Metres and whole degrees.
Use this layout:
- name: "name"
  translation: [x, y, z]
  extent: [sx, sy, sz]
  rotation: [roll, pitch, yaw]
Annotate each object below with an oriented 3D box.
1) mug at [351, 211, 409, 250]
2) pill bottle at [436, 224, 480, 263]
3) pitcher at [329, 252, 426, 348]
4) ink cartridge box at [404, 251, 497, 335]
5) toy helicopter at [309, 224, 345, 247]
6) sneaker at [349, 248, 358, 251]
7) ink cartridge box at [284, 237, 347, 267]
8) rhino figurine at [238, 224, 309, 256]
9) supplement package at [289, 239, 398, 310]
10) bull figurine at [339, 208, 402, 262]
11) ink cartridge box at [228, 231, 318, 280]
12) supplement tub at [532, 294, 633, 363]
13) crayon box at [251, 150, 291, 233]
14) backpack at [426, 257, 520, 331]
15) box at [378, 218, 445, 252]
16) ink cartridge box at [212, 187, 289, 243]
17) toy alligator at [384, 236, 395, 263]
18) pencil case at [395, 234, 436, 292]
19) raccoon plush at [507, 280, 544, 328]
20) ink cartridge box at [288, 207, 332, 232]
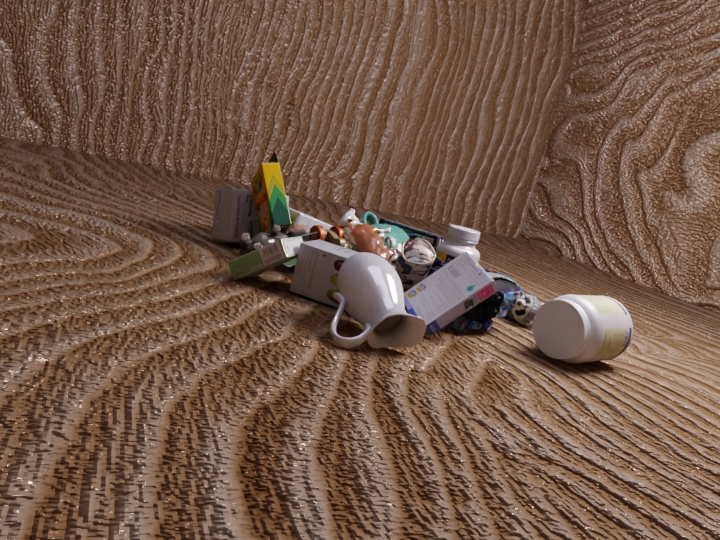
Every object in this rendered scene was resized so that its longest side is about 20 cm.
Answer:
- name: "mug"
  translation: [0.039, -0.058, 1.587]
  extent: [0.184, 0.153, 0.114]
  rotation: [34, 20, 30]
- name: "pill bottle"
  translation: [0.242, -0.010, 1.493]
  extent: [0.110, 0.202, 0.111]
  rotation: [12, 11, -2]
- name: "pitcher"
  translation: [0.007, 0.059, 1.082]
  extent: [0.170, 0.122, 0.201]
  rotation: [-7, 40, -20]
- name: "ink cartridge box"
  translation: [0.172, 0.054, 1.220]
  extent: [0.042, 0.199, 0.120]
  rotation: [57, 1, -38]
- name: "toy helicopter"
  translation: [-0.061, -0.012, 1.404]
  extent: [0.078, 0.133, 0.200]
  rotation: [-2, 37, -43]
- name: "sneaker"
  translation: [0.000, 0.000, 1.446]
  extent: [0.075, 0.092, 0.200]
  rotation: [10, 13, -27]
- name: "ink cartridge box"
  translation: [-0.151, -0.042, 1.551]
  extent: [0.199, 0.048, 0.145]
  rotation: [-25, 34, -37]
- name: "rhino figurine"
  translation: [-0.214, -0.074, 1.459]
  extent: [0.198, 0.060, 0.087]
  rotation: [-16, -14, -31]
- name: "supplement package"
  translation: [-0.034, 0.016, 1.265]
  extent: [0.198, 0.115, 0.109]
  rotation: [17, 12, 16]
- name: "bull figurine"
  translation: [0.028, -0.072, 1.433]
  extent: [0.120, 0.065, 0.201]
  rotation: [-6, 50, -28]
- name: "ink cartridge box"
  translation: [-0.185, -0.035, 1.316]
  extent: [0.144, 0.048, 0.200]
  rotation: [-22, -2, 21]
- name: "supplement tub"
  translation: [0.482, 0.126, 1.267]
  extent: [0.198, 0.147, 0.144]
  rotation: [4, 15, -40]
- name: "crayon box"
  translation: [-0.238, -0.193, 1.522]
  extent: [0.050, 0.202, 0.127]
  rotation: [-8, -13, -25]
- name: "backpack"
  translation: [0.263, 0.058, 1.356]
  extent: [0.199, 0.136, 0.182]
  rotation: [3, 15, -42]
- name: "box"
  translation: [0.124, -0.044, 1.626]
  extent: [0.199, 0.161, 0.046]
  rotation: [20, 12, 34]
- name: "ink cartridge box"
  translation: [-0.304, -0.147, 1.628]
  extent: [0.083, 0.147, 0.199]
  rotation: [8, 5, 42]
- name: "toy alligator"
  translation: [0.105, 0.007, 1.477]
  extent: [0.054, 0.201, 0.059]
  rotation: [-32, -7, -27]
- name: "pencil case"
  translation: [0.108, 0.003, 1.343]
  extent: [0.089, 0.201, 0.078]
  rotation: [25, 57, 5]
- name: "raccoon plush"
  translation: [0.443, 0.092, 1.541]
  extent: [0.133, 0.098, 0.199]
  rotation: [32, 20, 36]
- name: "ink cartridge box"
  translation: [-0.135, -0.123, 1.615]
  extent: [0.199, 0.051, 0.162]
  rotation: [23, 3, -39]
